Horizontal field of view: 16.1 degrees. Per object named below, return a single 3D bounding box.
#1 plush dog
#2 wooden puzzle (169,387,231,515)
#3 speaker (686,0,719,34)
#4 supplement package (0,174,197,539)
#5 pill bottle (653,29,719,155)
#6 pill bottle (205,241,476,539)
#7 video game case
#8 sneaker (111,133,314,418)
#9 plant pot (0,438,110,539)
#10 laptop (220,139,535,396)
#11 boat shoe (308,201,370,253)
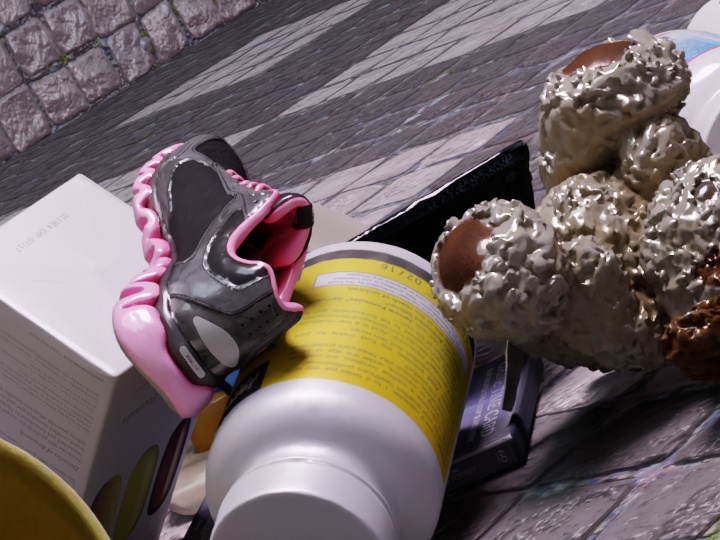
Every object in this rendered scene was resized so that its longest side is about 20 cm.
[{"bbox_3d":[0.154,-0.001,1.216,0.171,0.161,0.200,6,44,37],"label":"plush dog"},{"bbox_3d":[-0.037,0.063,1.520,0.184,0.047,0.200,-26,11,4],"label":"wooden puzzle"},{"bbox_3d":[0.270,-0.134,1.612,0.081,0.082,0.200,-28,11,-5],"label":"speaker"},{"bbox_3d":[-0.157,0.074,1.336,0.114,0.109,0.201,-39,-24,-47],"label":"supplement package"},{"bbox_3d":[0.203,-0.074,1.421,0.108,0.109,0.200,-27,11,-3],"label":"pill bottle"},{"bbox_3d":[-0.011,0.080,1.186,0.111,0.112,0.200,-23,23,21],"label":"pill bottle"},{"bbox_3d":[-0.001,0.105,1.325,0.199,0.019,0.143,-23,12,14],"label":"video game case"},{"bbox_3d":[-0.058,-0.013,1.217,0.095,0.079,0.201,-34,27,19],"label":"sneaker"},{"bbox_3d":[-0.196,0.179,1.081,0.199,0.201,0.142,-30,-14,-18],"label":"plant pot"},{"bbox_3d":[0.000,0.000,1.389,0.176,0.103,0.201,-31,-32,-11],"label":"laptop"},{"bbox_3d":[-0.058,0.003,1.490,0.073,0.063,0.199,36,26,31],"label":"boat shoe"}]
